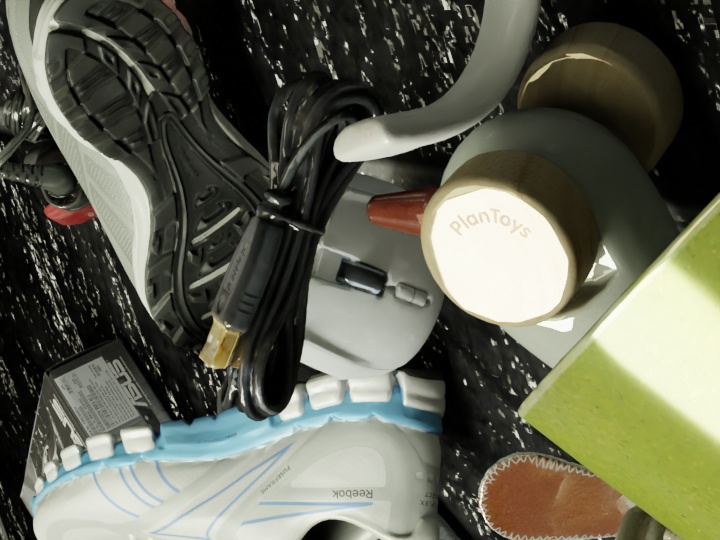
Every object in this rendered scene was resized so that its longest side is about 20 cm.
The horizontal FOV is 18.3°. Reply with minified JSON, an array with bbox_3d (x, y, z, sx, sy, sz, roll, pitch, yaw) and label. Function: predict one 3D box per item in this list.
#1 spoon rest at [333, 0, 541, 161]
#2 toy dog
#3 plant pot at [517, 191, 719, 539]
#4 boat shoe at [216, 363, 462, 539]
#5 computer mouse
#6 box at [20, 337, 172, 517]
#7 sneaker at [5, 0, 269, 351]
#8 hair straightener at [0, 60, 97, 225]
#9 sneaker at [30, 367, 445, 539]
[{"bbox_3d":[0.019,-0.134,0.664,0.099,0.060,0.201,172,97,-67],"label":"spoon rest"},{"bbox_3d":[0.066,0.029,0.686,0.096,0.132,0.201,-11,94,40],"label":"toy dog"},{"bbox_3d":[0.168,0.031,0.451,0.200,0.187,0.187,44,151,6],"label":"plant pot"},{"bbox_3d":[0.001,0.125,0.950,0.071,0.072,0.200,87,157,-53],"label":"boat shoe"},{"bbox_3d":[0.000,0.000,0.771,0.044,0.110,0.200,16,179,14],"label":"computer mouse"},{"bbox_3d":[-0.108,0.157,1.188,0.200,0.048,0.159,56,152,18],"label":"box"},{"bbox_3d":[-0.085,-0.050,0.915,0.079,0.074,0.201,42,161,47],"label":"sneaker"},{"bbox_3d":[-0.144,-0.059,0.989,0.200,0.041,0.077,-52,-62,-87],"label":"hair straightener"},{"bbox_3d":[-0.052,0.101,0.894,0.199,0.075,0.087,-18,70,32],"label":"sneaker"}]
